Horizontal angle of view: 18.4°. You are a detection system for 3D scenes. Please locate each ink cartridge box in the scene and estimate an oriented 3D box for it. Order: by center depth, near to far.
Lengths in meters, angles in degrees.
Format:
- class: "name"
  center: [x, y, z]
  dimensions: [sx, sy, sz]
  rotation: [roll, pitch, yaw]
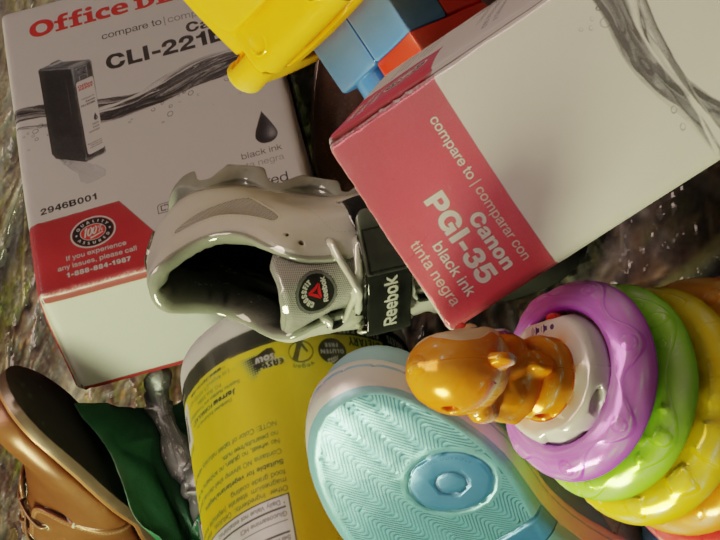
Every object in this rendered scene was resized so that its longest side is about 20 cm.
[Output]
- class: "ink cartridge box"
  center: [0.099, -0.079, 0.794]
  dimensions: [0.199, 0.083, 0.147]
  rotation: [-32, 6, 15]
- class: "ink cartridge box"
  center: [-0.099, -0.057, 1.151]
  dimensions: [0.084, 0.143, 0.201]
  rotation: [74, -179, -51]

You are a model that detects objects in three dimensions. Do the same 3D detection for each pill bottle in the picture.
- class: "pill bottle"
  center: [-0.016, 0.121, 1.019]
  dimensions: [0.112, 0.112, 0.202]
  rotation: [-44, 47, 42]

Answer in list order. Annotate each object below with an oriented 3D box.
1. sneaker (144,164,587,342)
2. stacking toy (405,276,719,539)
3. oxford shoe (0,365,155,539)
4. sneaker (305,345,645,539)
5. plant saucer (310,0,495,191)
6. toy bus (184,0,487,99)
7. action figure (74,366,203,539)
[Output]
- class: "sneaker"
  center: [0.000, 0.000, 0.976]
  dimensions: [0.089, 0.198, 0.075]
  rotation: [-67, -29, -59]
- class: "stacking toy"
  center: [0.090, 0.044, 0.789]
  dimensions: [0.116, 0.199, 0.111]
  rotation: [-14, 70, 46]
- class: "oxford shoe"
  center: [-0.151, 0.119, 1.151]
  dimensions: [0.071, 0.200, 0.072]
  rotation: [-29, 52, 1]
- class: "sneaker"
  center: [0.045, 0.061, 0.876]
  dimensions: [0.079, 0.200, 0.131]
  rotation: [-25, 43, 23]
- class: "plant saucer"
  center: [0.042, -0.098, 1.066]
  dimensions: [0.200, 0.034, 0.202]
  rotation: [-22, 63, 54]
- class: "toy bus"
  center: [0.007, -0.159, 0.987]
  dimensions: [0.193, 0.200, 0.136]
  rotation: [53, 135, 4]
- class: "action figure"
  center: [-0.055, 0.138, 1.098]
  dimensions: [0.055, 0.117, 0.201]
  rotation: [-57, 47, 42]
